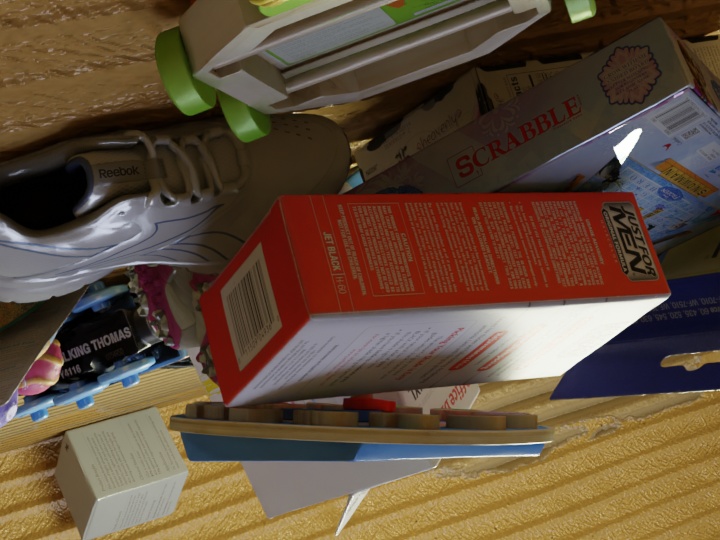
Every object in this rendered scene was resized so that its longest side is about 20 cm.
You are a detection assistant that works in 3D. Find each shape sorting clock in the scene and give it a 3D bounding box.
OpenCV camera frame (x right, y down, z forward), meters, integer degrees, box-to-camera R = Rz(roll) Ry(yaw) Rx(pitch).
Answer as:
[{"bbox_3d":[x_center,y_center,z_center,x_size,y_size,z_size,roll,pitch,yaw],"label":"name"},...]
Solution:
[{"bbox_3d":[0.001,0.079,0.714,0.199,0.039,0.200,-1,173,0],"label":"shape sorting clock"}]

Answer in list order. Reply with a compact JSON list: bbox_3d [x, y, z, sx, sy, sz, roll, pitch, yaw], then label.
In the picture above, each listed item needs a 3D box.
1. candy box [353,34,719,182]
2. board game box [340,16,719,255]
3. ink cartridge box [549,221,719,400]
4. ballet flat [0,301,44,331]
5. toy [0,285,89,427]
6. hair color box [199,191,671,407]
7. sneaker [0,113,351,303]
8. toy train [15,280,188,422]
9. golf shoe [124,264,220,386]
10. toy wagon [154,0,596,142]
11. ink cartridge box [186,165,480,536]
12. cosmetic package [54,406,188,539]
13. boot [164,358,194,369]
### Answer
[{"bbox_3d":[0.116,-0.081,0.835,0.199,0.061,0.136,-12,170,-32],"label":"candy box"},{"bbox_3d":[0.109,-0.038,0.732,0.199,0.041,0.200,-28,157,22],"label":"board game box"},{"bbox_3d":[0.217,-0.013,0.803,0.197,0.047,0.200,-11,-149,49],"label":"ink cartridge box"},{"bbox_3d":[-0.257,0.018,0.732,0.199,0.071,0.071,-20,173,10],"label":"ballet flat"},{"bbox_3d":[-0.200,0.049,0.764,0.115,0.047,0.200,-18,-155,17],"label":"toy"},{"bbox_3d":[0.036,0.012,0.655,0.199,0.062,0.102,-1,154,-31],"label":"hair color box"},{"bbox_3d":[-0.096,-0.034,0.649,0.199,0.075,0.087,-17,168,-13],"label":"sneaker"},{"bbox_3d":[-0.210,0.060,1.098,0.199,0.087,0.114,-22,178,33],"label":"toy train"},{"bbox_3d":[-0.069,0.008,0.765,0.091,0.076,0.200,-13,-153,-27],"label":"golf shoe"},{"bbox_3d":[0.003,-0.098,0.500,0.154,0.040,0.200,-19,173,12],"label":"toy wagon"},{"bbox_3d":[-0.018,0.053,0.885,0.125,0.201,0.129,-21,-170,24],"label":"ink cartridge box"},{"bbox_3d":[-0.475,0.401,2.722,0.199,0.168,0.167,-13,147,-31],"label":"cosmetic package"},{"bbox_3d":[-0.094,0.042,1.254,0.210,0.080,0.158,-13,173,-27],"label":"boot"}]
